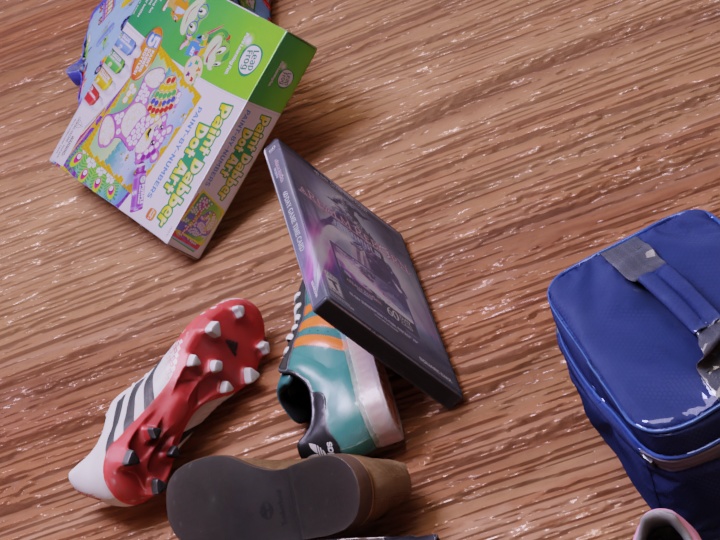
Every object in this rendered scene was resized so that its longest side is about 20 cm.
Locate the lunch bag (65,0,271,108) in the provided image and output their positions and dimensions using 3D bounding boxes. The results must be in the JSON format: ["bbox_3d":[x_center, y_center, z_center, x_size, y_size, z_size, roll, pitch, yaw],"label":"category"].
[{"bbox_3d":[-0.187,-0.219,1.958,0.200,0.094,0.151,-25,40,19],"label":"lunch bag"}]

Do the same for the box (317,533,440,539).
[{"bbox_3d":[-0.053,0.261,1.354,0.198,0.050,0.200,-6,44,23],"label":"box"}]

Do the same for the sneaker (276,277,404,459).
[{"bbox_3d":[-0.028,0.059,1.550,0.080,0.071,0.200,-21,39,4],"label":"sneaker"}]

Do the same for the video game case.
[{"bbox_3d":[0.000,0.000,1.546,0.019,0.143,0.200,-41,35,18],"label":"video game case"}]

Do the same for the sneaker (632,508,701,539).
[{"bbox_3d":[0.162,0.228,1.236,0.070,0.082,0.200,-7,43,24],"label":"sneaker"}]

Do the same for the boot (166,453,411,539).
[{"bbox_3d":[-0.050,0.158,1.471,0.200,0.074,0.075,-9,-3,41],"label":"boot"}]

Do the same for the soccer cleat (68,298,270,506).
[{"bbox_3d":[-0.142,0.094,1.585,0.085,0.069,0.200,-8,38,45],"label":"soccer cleat"}]

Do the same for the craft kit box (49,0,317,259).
[{"bbox_3d":[-0.152,-0.136,1.796,0.197,0.048,0.200,32,93,43],"label":"craft kit box"}]

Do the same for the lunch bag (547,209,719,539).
[{"bbox_3d":[0.210,0.063,1.354,0.136,0.132,0.200,-30,38,-3],"label":"lunch bag"}]
